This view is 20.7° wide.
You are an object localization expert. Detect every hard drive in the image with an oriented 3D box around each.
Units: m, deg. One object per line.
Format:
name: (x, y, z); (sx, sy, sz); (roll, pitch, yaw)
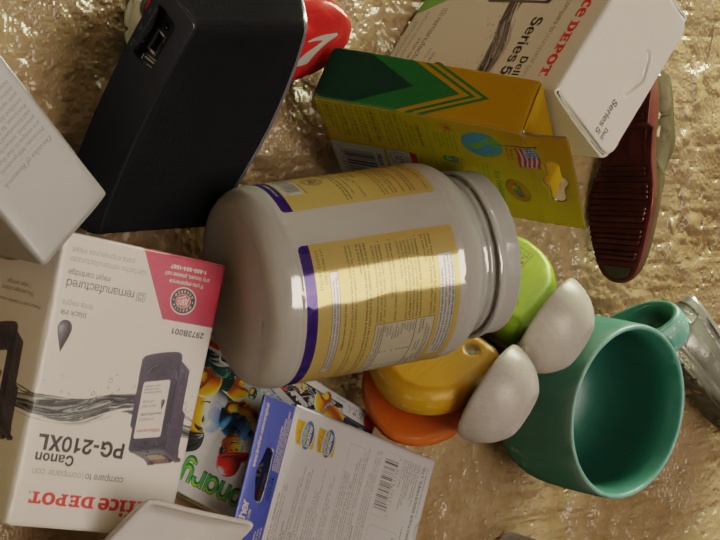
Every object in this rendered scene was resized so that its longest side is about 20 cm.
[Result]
hard drive: (-0.118, -0.106, 1.361); (0.135, 0.042, 0.200); (-5, 136, -42)

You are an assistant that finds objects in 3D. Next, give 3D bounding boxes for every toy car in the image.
toy car: (0.077, 0.059, 1.583); (0.200, 0.175, 0.150); (-47, 161, -32)

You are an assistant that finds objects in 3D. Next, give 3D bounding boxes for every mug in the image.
mug: (0.202, 0.111, 1.721); (0.185, 0.114, 0.153); (-12, 104, -42)

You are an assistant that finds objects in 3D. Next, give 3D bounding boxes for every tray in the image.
tray: (-0.175, 0.225, 1.379); (0.200, 0.022, 0.107); (-46, 142, 19)

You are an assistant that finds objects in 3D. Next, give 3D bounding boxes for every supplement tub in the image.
supplement tub: (0.000, 0.000, 1.423); (0.199, 0.145, 0.146); (-9, 103, -26)

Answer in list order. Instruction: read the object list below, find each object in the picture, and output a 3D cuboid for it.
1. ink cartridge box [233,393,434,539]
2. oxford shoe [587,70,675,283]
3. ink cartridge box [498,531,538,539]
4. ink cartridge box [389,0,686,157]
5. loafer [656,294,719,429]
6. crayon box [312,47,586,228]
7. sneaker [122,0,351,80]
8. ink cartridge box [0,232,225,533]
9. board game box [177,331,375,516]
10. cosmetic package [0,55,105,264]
ink cartridge box: (-0.030, 0.176, 1.511); (0.200, 0.042, 0.120); (27, 72, -45)
oxford shoe: (0.255, -0.088, 1.771); (0.075, 0.070, 0.201); (2, 97, -49)
ink cartridge box: (0.111, 0.314, 1.666); (0.200, 0.116, 0.068); (-37, 120, -34)
ink cartridge box: (0.133, -0.174, 1.549); (0.084, 0.200, 0.146); (48, 65, -37)
loafer: (0.349, 0.102, 1.890); (0.070, 0.070, 0.200); (-53, 128, -13)
crayon box: (0.075, -0.098, 1.484); (0.127, 0.199, 0.051); (69, 38, -57)
sneaker: (-0.076, -0.168, 1.433); (0.200, 0.085, 0.077); (-8, 103, -42)
ink cartridge box: (-0.190, 0.078, 1.364); (0.144, 0.084, 0.201); (12, 89, -43)
board game box: (-0.081, 0.131, 1.511); (0.200, 0.035, 0.127); (33, 74, -41)
cosmetic package: (-0.263, -0.100, 1.257); (0.074, 0.101, 0.200); (-53, 129, -22)
